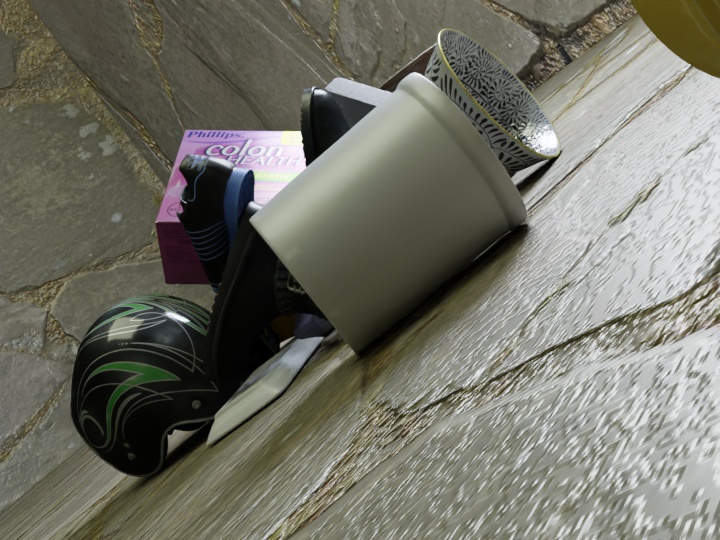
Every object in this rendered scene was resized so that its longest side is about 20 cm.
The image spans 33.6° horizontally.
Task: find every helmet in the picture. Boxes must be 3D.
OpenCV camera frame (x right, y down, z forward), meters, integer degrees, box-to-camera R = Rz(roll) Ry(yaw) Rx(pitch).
[{"bbox_3d":[-0.236,0.124,1.407,0.192,0.199,0.200,-54,-4,26],"label":"helmet"}]

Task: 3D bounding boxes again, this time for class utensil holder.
[{"bbox_3d":[0.024,-0.048,1.079,0.199,0.170,0.170,-40,4,-3],"label":"utensil holder"}]

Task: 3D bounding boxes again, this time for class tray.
[{"bbox_3d":[-0.106,0.124,1.316,0.107,0.022,0.200,-36,4,17],"label":"tray"}]

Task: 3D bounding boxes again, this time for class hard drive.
[{"bbox_3d":[0.029,-0.141,1.533,0.033,0.138,0.202,-49,-33,-35],"label":"hard drive"}]

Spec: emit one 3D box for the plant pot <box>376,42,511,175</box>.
[{"bbox_3d":[0.098,-0.175,1.615,0.199,0.199,0.200,-37,5,4],"label":"plant pot"}]

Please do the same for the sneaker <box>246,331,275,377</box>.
[{"bbox_3d":[-0.146,0.091,1.616,0.111,0.077,0.200,-42,6,29],"label":"sneaker"}]

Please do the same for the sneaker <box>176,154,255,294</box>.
[{"bbox_3d":[-0.164,-0.051,1.331,0.201,0.077,0.071,101,-168,-47],"label":"sneaker"}]

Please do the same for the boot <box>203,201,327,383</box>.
[{"bbox_3d":[-0.076,0.042,1.293,0.079,0.156,0.214,-41,-30,-79],"label":"boot"}]

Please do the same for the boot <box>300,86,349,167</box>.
[{"bbox_3d":[0.018,-0.126,1.380,0.160,0.201,0.073,-9,-10,16],"label":"boot"}]

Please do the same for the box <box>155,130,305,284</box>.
[{"bbox_3d":[-0.147,-0.081,1.490,0.173,0.098,0.201,1,39,5],"label":"box"}]

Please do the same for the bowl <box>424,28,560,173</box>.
[{"bbox_3d":[0.135,-0.179,1.412,0.094,0.201,0.201,-43,1,25],"label":"bowl"}]

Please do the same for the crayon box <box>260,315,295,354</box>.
[{"bbox_3d":[-0.119,0.002,1.569,0.051,0.126,0.201,-24,38,15],"label":"crayon box"}]

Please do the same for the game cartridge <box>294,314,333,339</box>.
[{"bbox_3d":[0.000,0.000,1.473,0.199,0.038,0.130,-37,16,14],"label":"game cartridge"}]

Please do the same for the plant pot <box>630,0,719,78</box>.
[{"bbox_3d":[0.239,-0.178,0.541,0.200,0.202,0.189,-37,20,-3],"label":"plant pot"}]
